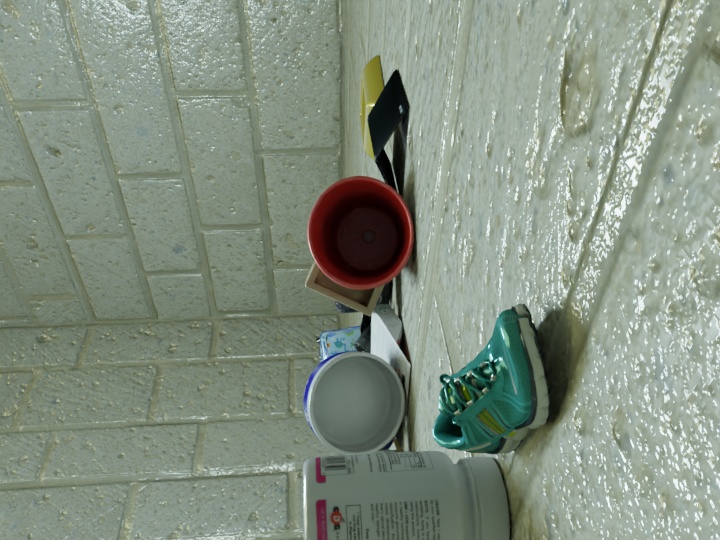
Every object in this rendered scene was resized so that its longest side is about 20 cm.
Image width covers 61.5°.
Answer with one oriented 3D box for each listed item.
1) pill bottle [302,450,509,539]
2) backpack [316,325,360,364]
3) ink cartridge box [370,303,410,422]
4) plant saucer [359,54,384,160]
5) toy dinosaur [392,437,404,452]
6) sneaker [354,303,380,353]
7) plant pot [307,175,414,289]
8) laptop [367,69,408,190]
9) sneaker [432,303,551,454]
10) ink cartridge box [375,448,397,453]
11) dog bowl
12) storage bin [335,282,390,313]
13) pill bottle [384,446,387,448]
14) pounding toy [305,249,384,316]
[{"bbox_3d":[0.042,0.245,0.615,0.113,0.197,0.115,178,90,-86],"label":"pill bottle"},{"bbox_3d":[-0.031,0.269,1.764,0.147,0.180,0.203,97,165,-71],"label":"backpack"},{"bbox_3d":[0.077,0.193,1.295,0.200,0.049,0.163,-127,31,-51],"label":"ink cartridge box"},{"bbox_3d":[0.028,-0.410,1.548,0.201,0.048,0.202,93,174,-51],"label":"plant saucer"},{"bbox_3d":[0.089,0.396,1.165,0.200,0.057,0.103,-120,43,-74],"label":"toy dinosaur"},{"bbox_3d":[0.046,0.174,1.455,0.105,0.059,0.201,-57,-44,-25],"label":"sneaker"},{"bbox_3d":[0.008,-0.067,1.161,0.177,0.197,0.204,6,-98,-84],"label":"plant pot"},{"bbox_3d":[0.074,-0.266,1.227,0.178,0.102,0.201,-96,-20,-50],"label":"laptop"},{"bbox_3d":[0.105,0.104,0.503,0.201,0.078,0.078,94,173,-50],"label":"sneaker"},{"bbox_3d":[0.056,0.471,1.282,0.200,0.043,0.176,54,-148,-69],"label":"ink cartridge box"},{"bbox_3d":[-0.014,0.264,1.222,0.079,0.197,0.203,163,105,-73],"label":"dog bowl"},{"bbox_3d":[0.000,0.000,1.508,0.202,0.133,0.095,-96,6,-47],"label":"storage bin"},{"bbox_3d":[0.034,0.349,1.384,0.201,0.110,0.114,97,170,-62],"label":"pill bottle"},{"bbox_3d":[-0.035,-0.033,1.332,0.142,0.198,0.186,-140,75,-84],"label":"pounding toy"}]
